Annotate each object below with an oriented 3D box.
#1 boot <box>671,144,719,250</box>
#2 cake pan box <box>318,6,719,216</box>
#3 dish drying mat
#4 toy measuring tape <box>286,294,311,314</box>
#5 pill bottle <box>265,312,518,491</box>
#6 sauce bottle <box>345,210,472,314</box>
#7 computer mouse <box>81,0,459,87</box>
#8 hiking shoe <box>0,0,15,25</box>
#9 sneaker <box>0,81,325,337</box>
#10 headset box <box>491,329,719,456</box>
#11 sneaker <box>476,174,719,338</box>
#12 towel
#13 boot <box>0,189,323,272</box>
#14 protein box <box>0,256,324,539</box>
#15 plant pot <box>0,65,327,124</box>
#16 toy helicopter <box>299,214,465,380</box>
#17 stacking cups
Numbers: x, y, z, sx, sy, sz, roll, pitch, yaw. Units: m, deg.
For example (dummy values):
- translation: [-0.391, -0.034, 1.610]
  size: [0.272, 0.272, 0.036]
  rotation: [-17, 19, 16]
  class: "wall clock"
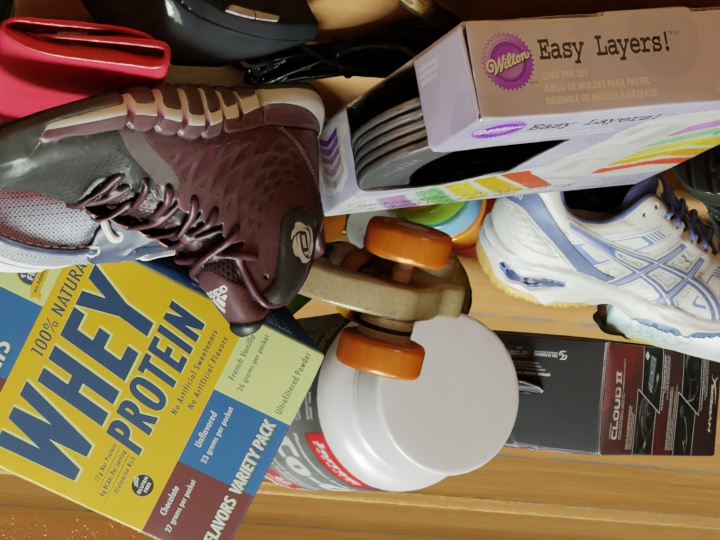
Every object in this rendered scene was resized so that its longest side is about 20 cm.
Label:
- translation: [0.279, -0.042, 1.139]
  size: [0.210, 0.080, 0.158]
  rotation: [8, 163, 27]
  class: "boot"
- translation: [0.092, -0.077, 1.019]
  size: [0.199, 0.053, 0.184]
  rotation: [-6, 169, -26]
  class: "cake pan box"
- translation: [-0.133, -0.089, 0.994]
  size: [0.076, 0.018, 0.200]
  rotation: [4, 175, -10]
  class: "dish drying mat"
- translation: [-0.044, -0.008, 1.354]
  size: [0.073, 0.074, 0.200]
  rotation: [9, 165, -26]
  class: "toy measuring tape"
- translation: [0.006, 0.081, 1.317]
  size: [0.113, 0.114, 0.200]
  rotation: [9, 171, -26]
  class: "pill bottle"
- translation: [0.031, -0.003, 1.382]
  size: [0.064, 0.065, 0.200]
  rotation: [0, 166, 10]
  class: "sauce bottle"
- translation: [-0.040, -0.113, 0.981]
  size: [0.140, 0.046, 0.200]
  rotation: [-4, 165, 28]
  class: "computer mouse"
- translation: [-0.249, -0.133, 0.913]
  size: [0.199, 0.075, 0.087]
  rotation: [-5, 160, -12]
  class: "hiking shoe"
- translation: [-0.081, -0.023, 0.971]
  size: [0.200, 0.116, 0.076]
  rotation: [-9, 177, -45]
  class: "sneaker"
- translation: [0.134, 0.082, 1.424]
  size: [0.148, 0.078, 0.200]
  rotation: [3, 176, 34]
  class: "headset box"
- translation: [0.172, -0.018, 1.243]
  size: [0.199, 0.075, 0.088]
  rotation: [7, 126, -21]
  class: "sneaker"
- translation: [0.242, 0.034, 1.415]
  size: [0.170, 0.048, 0.200]
  rotation: [13, -177, 3]
  class: "towel"
- translation: [-0.113, -0.041, 1.083]
  size: [0.200, 0.073, 0.090]
  rotation: [-10, -178, -42]
  class: "boot"
- translation: [-0.148, 0.048, 1.232]
  size: [0.198, 0.135, 0.200]
  rotation: [26, -177, -12]
  class: "protein box"
- translation: [-0.108, -0.081, 1.168]
  size: [0.199, 0.028, 0.200]
  rotation: [2, 167, 0]
  class: "plant pot"
- translation: [0.000, 0.000, 1.194]
  size: [0.132, 0.079, 0.200]
  rotation: [16, -172, 17]
  class: "toy helicopter"
- translation: [0.044, -0.050, 1.229]
  size: [0.060, 0.061, 0.200]
  rotation: [-1, 171, 14]
  class: "stacking cups"
